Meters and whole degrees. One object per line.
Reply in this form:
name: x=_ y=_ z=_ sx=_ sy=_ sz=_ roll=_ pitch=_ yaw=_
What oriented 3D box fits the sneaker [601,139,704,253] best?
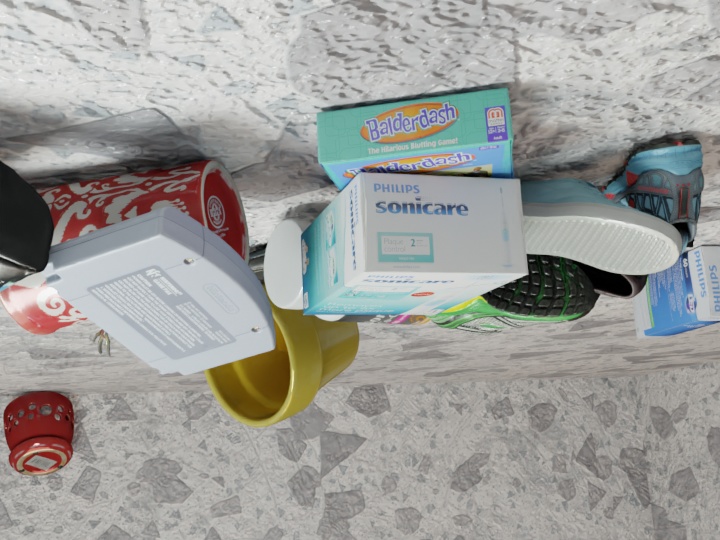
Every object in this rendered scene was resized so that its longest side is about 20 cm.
sneaker: x=0.287 y=-0.055 z=0.876 sx=0.078 sy=0.097 sz=0.200 roll=-5 pitch=168 yaw=8

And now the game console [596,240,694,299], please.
game console: x=0.266 y=0.003 z=1.057 sx=0.198 sy=0.120 sz=0.170 roll=3 pitch=-176 yaw=-30

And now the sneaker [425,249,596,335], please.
sneaker: x=0.149 y=0.026 z=0.918 sx=0.198 sy=0.079 sz=0.085 roll=2 pitch=152 yaw=35

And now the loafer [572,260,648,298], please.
loafer: x=0.202 y=-0.023 z=0.919 sx=0.198 sy=0.073 sz=0.063 roll=18 pitch=-146 yaw=14

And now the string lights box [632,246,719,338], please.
string lights box: x=0.486 y=0.037 z=1.335 sx=0.058 sy=0.104 sz=0.200 roll=0 pitch=168 yaw=-14

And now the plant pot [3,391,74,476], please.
plant pot: x=-0.931 y=0.480 z=2.580 sx=0.198 sy=0.184 sz=0.202 roll=-14 pitch=140 yaw=-12

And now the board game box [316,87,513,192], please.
board game box: x=0.057 y=-0.090 z=0.763 sx=0.150 sy=0.046 sz=0.200 roll=-5 pitch=168 yaw=9

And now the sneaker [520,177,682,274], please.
sneaker: x=0.214 y=-0.056 z=0.837 sx=0.199 sy=0.082 sz=0.074 roll=15 pitch=147 yaw=39

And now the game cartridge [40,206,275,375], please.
game cartridge: x=-0.154 y=0.023 z=0.737 sx=0.132 sy=0.041 sz=0.200 roll=-13 pitch=146 yaw=15

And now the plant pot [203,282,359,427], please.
plant pot: x=-0.108 y=0.111 z=1.327 sx=0.199 sy=0.203 sz=0.188 roll=-14 pitch=180 yaw=40

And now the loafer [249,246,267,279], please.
loafer: x=-0.054 y=0.004 z=1.094 sx=0.197 sy=0.073 sz=0.073 roll=-4 pitch=169 yaw=2

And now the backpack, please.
backpack: x=-0.349 y=-0.030 z=0.684 sx=0.162 sy=0.155 sz=0.200 roll=29 pitch=130 yaw=-31

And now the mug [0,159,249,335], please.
mug: x=-0.209 y=-0.041 z=0.810 sx=0.198 sy=0.179 sz=0.134 roll=-11 pitch=129 yaw=13

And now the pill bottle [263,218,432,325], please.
pill bottle: x=0.000 y=0.000 z=0.989 sx=0.198 sy=0.118 sz=0.116 roll=5 pitch=165 yaw=-34

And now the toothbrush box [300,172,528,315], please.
toothbrush box: x=0.039 y=-0.017 z=0.791 sx=0.145 sy=0.086 sz=0.200 roll=1 pitch=167 yaw=-19

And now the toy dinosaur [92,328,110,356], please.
toy dinosaur: x=-0.306 y=0.002 z=1.094 sx=0.179 sy=0.106 sz=0.202 roll=7 pitch=131 yaw=8
